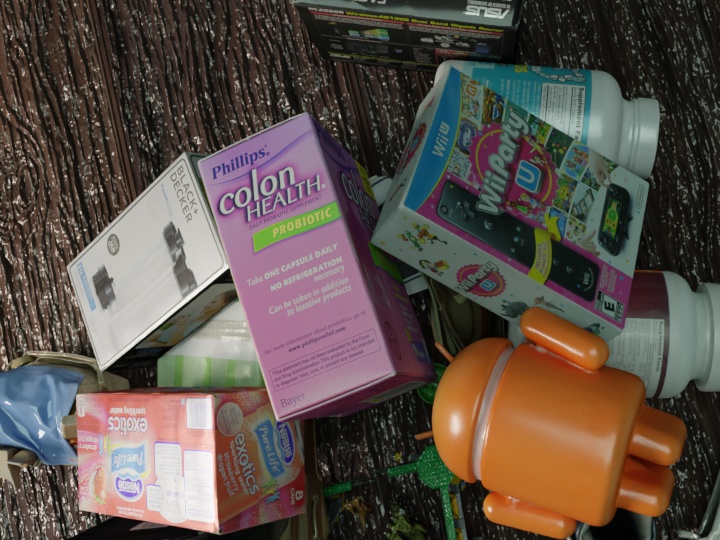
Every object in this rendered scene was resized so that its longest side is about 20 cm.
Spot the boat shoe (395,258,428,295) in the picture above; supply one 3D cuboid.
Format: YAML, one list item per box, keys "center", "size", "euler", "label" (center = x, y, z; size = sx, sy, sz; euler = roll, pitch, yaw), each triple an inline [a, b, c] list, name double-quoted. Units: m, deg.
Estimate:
- center: [0.000, 0.000, 0.855]
  size: [0.197, 0.072, 0.068]
  euler: [-22, 124, 3]
  label: "boat shoe"

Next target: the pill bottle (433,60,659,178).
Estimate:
- center: [0.162, -0.126, 0.835]
  size: [0.196, 0.111, 0.113]
  euler: [6, 86, 7]
  label: "pill bottle"

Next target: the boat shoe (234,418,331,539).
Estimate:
- center: [-0.064, 0.214, 0.793]
  size: [0.075, 0.074, 0.203]
  euler: [-25, 43, 36]
  label: "boat shoe"

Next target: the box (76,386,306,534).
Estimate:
- center: [-0.143, 0.149, 0.761]
  size: [0.198, 0.094, 0.105]
  euler: [-8, 83, 43]
  label: "box"

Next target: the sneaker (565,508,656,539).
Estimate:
- center: [0.166, 0.171, 0.795]
  size: [0.201, 0.146, 0.077]
  euler: [38, 93, 10]
  label: "sneaker"

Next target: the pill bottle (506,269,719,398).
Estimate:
- center: [0.228, 0.054, 0.812]
  size: [0.196, 0.110, 0.112]
  euler: [2, 86, 8]
  label: "pill bottle"

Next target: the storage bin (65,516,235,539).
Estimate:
- center: [-0.171, 0.264, 0.804]
  size: [0.132, 0.200, 0.096]
  euler: [-8, 84, 7]
  label: "storage bin"

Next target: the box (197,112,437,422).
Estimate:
- center: [-0.027, 0.007, 0.735]
  size: [0.095, 0.176, 0.203]
  euler: [-22, 77, 10]
  label: "box"

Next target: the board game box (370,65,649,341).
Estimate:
- center: [0.123, -0.046, 0.734]
  size: [0.198, 0.064, 0.149]
  euler: [27, 58, -11]
  label: "board game box"

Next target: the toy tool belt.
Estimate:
- center: [-0.325, 0.140, 0.874]
  size: [0.196, 0.123, 0.128]
  euler: [-4, 85, 8]
  label: "toy tool belt"

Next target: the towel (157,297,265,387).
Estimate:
- center: [-0.144, 0.021, 0.870]
  size: [0.147, 0.030, 0.204]
  euler: [-3, 86, 40]
  label: "towel"

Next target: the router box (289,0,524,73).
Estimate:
- center: [0.048, -0.232, 0.838]
  size: [0.196, 0.150, 0.063]
  euler: [9, 86, 8]
  label: "router box"

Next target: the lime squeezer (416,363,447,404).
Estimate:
- center: [0.085, 0.104, 0.820]
  size: [0.197, 0.071, 0.038]
  euler: [15, 75, 20]
  label: "lime squeezer"

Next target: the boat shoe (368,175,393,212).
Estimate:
- center: [-0.057, -0.041, 0.876]
  size: [0.198, 0.074, 0.067]
  euler: [-34, 83, 5]
  label: "boat shoe"

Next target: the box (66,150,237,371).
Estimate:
- center: [-0.178, -0.005, 0.845]
  size: [0.199, 0.060, 0.118]
  euler: [-34, 70, 32]
  label: "box"

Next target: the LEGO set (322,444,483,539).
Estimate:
- center: [0.039, 0.243, 0.839]
  size: [0.198, 0.116, 0.156]
  euler: [-27, 63, 18]
  label: "LEGO set"

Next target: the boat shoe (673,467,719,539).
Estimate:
- center: [0.304, 0.249, 0.807]
  size: [0.065, 0.072, 0.202]
  euler: [27, 89, 13]
  label: "boat shoe"

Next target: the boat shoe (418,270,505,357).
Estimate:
- center: [0.090, 0.000, 0.805]
  size: [0.074, 0.075, 0.205]
  euler: [-25, 119, -11]
  label: "boat shoe"

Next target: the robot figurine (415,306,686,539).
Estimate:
- center: [0.139, 0.117, 0.699]
  size: [0.197, 0.145, 0.117]
  euler: [14, 51, 22]
  label: "robot figurine"
